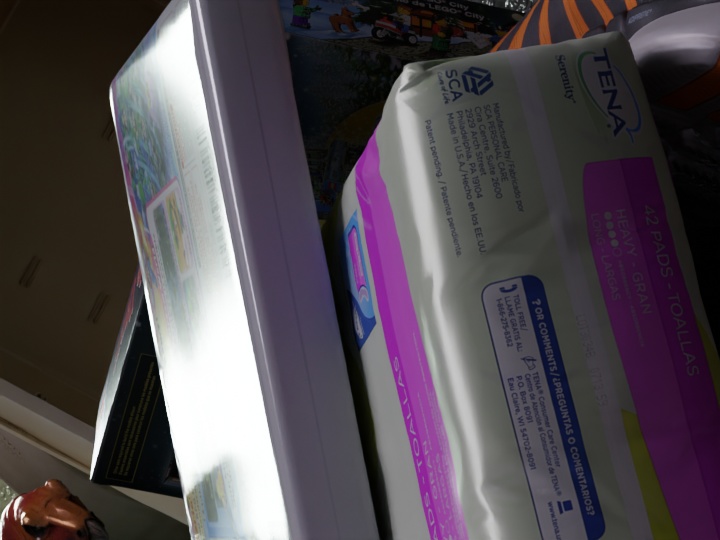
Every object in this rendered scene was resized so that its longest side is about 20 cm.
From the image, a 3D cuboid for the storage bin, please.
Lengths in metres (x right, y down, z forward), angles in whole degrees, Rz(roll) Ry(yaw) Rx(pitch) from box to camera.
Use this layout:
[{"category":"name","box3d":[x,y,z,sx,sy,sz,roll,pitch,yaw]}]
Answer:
[{"category":"storage bin","box3d":[-0.082,-0.028,1.096,0.199,0.200,0.094,-62,0,-19]}]

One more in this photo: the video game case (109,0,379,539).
[{"category":"video game case","box3d":[-0.030,0.031,0.758,0.182,0.024,0.201,156,103,-78]}]

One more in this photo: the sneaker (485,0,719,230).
[{"category":"sneaker","box3d":[0.084,-0.078,0.725,0.200,0.077,0.112,160,126,-67]}]

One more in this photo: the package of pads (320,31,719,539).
[{"category":"package of pads","box3d":[0.036,0.052,0.692,0.200,0.068,0.155,119,139,-71]}]

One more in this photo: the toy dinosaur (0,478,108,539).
[{"category":"toy dinosaur","box3d":[-0.064,0.161,0.951,0.200,0.181,0.105,-58,-1,-13]}]

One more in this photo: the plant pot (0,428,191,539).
[{"category":"plant pot","box3d":[-0.076,0.001,1.301,0.174,0.199,0.201,-46,30,45]}]

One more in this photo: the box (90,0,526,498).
[{"category":"box","box3d":[0.000,0.000,0.908,0.038,0.136,0.200,-89,14,-49]}]
